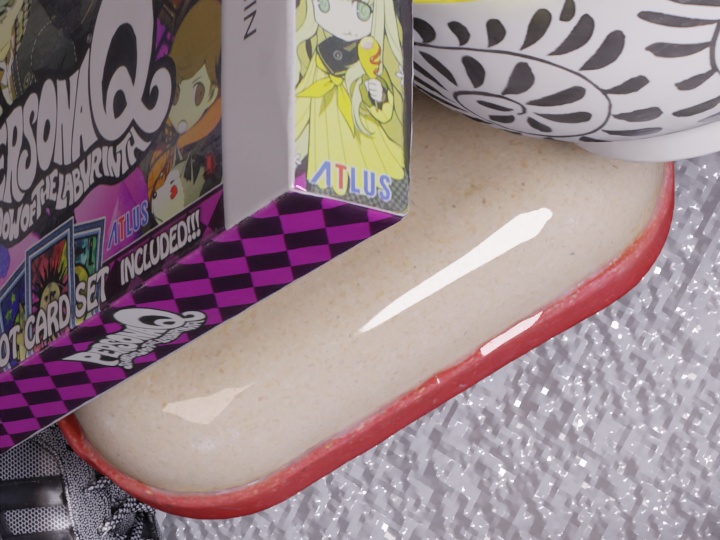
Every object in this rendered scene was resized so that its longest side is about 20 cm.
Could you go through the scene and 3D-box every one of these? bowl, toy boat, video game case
[{"bbox_3d":[0.078,-0.091,0.673,0.199,0.201,0.095,-15,123,16],"label":"bowl"},{"bbox_3d":[0.000,0.000,0.770,0.199,0.131,0.131,-30,59,-6],"label":"toy boat"},{"bbox_3d":[-0.055,-0.067,0.649,0.200,0.036,0.183,-29,55,51],"label":"video game case"}]

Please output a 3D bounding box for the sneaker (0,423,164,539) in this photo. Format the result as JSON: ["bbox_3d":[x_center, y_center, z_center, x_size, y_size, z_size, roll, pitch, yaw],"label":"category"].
[{"bbox_3d":[-0.081,0.069,0.816,0.200,0.075,0.114,46,105,13],"label":"sneaker"}]
